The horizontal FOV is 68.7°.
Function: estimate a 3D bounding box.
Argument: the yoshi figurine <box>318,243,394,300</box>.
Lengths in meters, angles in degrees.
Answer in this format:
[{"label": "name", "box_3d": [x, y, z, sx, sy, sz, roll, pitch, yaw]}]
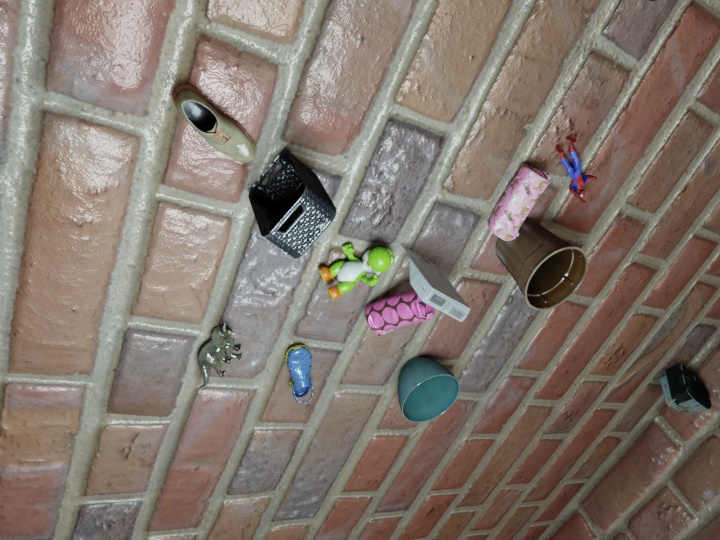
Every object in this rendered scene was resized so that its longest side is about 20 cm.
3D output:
[{"label": "yoshi figurine", "box_3d": [-0.001, -0.008, 1.323, 0.196, 0.112, 0.114, -25, 124, -9]}]

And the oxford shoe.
[{"label": "oxford shoe", "box_3d": [-0.279, -0.268, 1.024, 0.070, 0.075, 0.199, -45, 130, 11]}]

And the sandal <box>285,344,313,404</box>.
[{"label": "sandal", "box_3d": [-0.164, 0.297, 1.482, 0.077, 0.088, 0.204, -13, 126, -13]}]

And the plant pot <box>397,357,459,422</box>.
[{"label": "plant pot", "box_3d": [0.195, 0.354, 1.653, 0.195, 0.136, 0.204, -12, 129, -16]}]

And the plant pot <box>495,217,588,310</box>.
[{"label": "plant pot", "box_3d": [0.488, -0.033, 1.466, 0.195, 0.200, 0.204, -13, 129, -16]}]

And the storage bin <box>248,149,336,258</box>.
[{"label": "storage bin", "box_3d": [-0.145, -0.141, 1.094, 0.135, 0.201, 0.093, -45, 130, 13]}]

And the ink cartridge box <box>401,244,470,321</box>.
[{"label": "ink cartridge box", "box_3d": [0.183, 0.031, 1.368, 0.161, 0.201, 0.058, 27, 107, -36]}]

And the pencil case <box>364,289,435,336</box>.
[{"label": "pencil case", "box_3d": [0.108, 0.112, 1.414, 0.197, 0.096, 0.089, -22, 160, 41]}]

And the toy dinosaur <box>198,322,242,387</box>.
[{"label": "toy dinosaur", "box_3d": [-0.367, 0.211, 1.347, 0.102, 0.078, 0.200, 36, 110, -26]}]

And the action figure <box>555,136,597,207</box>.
[{"label": "action figure", "box_3d": [0.595, -0.256, 1.424, 0.065, 0.100, 0.200, -36, 133, 7]}]

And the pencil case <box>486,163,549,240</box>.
[{"label": "pencil case", "box_3d": [0.420, -0.182, 1.404, 0.085, 0.083, 0.203, 11, 118, -29]}]

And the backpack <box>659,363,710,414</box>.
[{"label": "backpack", "box_3d": [1.422, 0.532, 2.302, 0.196, 0.179, 0.154, 25, 135, -17]}]
